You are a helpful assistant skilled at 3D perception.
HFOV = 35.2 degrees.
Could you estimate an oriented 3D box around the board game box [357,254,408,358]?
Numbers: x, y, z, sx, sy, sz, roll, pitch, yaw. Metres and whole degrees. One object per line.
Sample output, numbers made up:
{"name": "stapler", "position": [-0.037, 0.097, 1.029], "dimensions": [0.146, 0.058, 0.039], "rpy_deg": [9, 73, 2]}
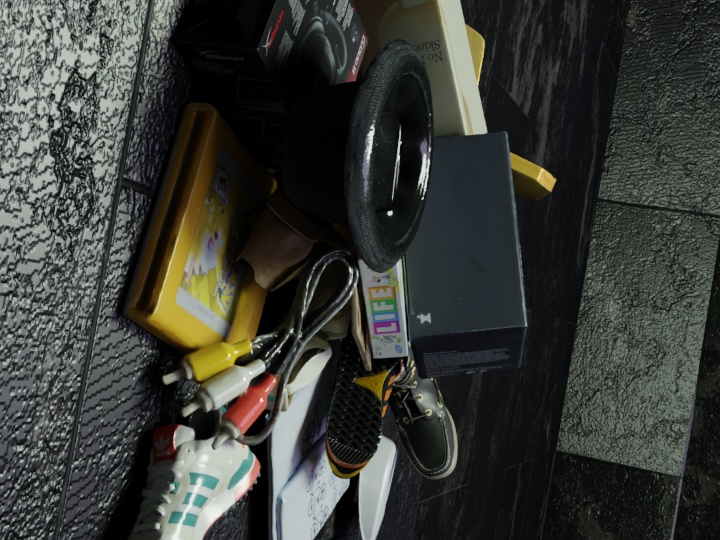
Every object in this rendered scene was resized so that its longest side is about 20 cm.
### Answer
{"name": "board game box", "position": [0.019, -0.039, 1.069], "dimensions": [0.135, 0.034, 0.202], "rpy_deg": [81, 6, -46]}

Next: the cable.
{"name": "cable", "position": [-0.063, 0.066, 0.927], "dimensions": [0.199, 0.050, 0.098], "rpy_deg": [-39, 100, -18]}

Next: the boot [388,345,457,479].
{"name": "boot", "position": [0.055, 0.145, 1.377], "dimensions": [0.151, 0.072, 0.202], "rpy_deg": [47, 29, -62]}

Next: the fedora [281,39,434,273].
{"name": "fedora", "position": [-0.006, -0.094, 0.907], "dimensions": [0.200, 0.090, 0.203], "rpy_deg": [8, 90, -73]}

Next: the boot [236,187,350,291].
{"name": "boot", "position": [-0.060, -0.022, 1.010], "dimensions": [0.076, 0.073, 0.200], "rpy_deg": [-51, 168, 5]}

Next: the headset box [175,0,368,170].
{"name": "headset box", "position": [-0.063, -0.187, 0.953], "dimensions": [0.200, 0.076, 0.150], "rpy_deg": [63, 41, -61]}

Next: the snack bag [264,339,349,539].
{"name": "snack bag", "position": [-0.051, 0.193, 1.190], "dimensions": [0.189, 0.021, 0.202], "rpy_deg": [-44, 139, -59]}

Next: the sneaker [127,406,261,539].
{"name": "sneaker", "position": [-0.154, 0.178, 0.902], "dimensions": [0.200, 0.070, 0.094], "rpy_deg": [-50, 125, -51]}

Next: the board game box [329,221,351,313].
{"name": "board game box", "position": [0.001, -0.073, 1.231], "dimensions": [0.151, 0.046, 0.203], "rpy_deg": [-37, 133, -63]}

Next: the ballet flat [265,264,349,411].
{"name": "ballet flat", "position": [-0.047, 0.062, 1.099], "dimensions": [0.201, 0.069, 0.070], "rpy_deg": [-55, 148, -41]}

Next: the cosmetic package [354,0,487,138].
{"name": "cosmetic package", "position": [0.053, -0.222, 1.149], "dimensions": [0.071, 0.104, 0.203], "rpy_deg": [-32, 110, -62]}

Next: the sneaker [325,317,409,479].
{"name": "sneaker", "position": [0.001, 0.124, 1.204], "dimensions": [0.090, 0.069, 0.202], "rpy_deg": [109, -3, -58]}

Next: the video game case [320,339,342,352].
{"name": "video game case", "position": [-0.057, 0.171, 1.222], "dimensions": [0.143, 0.018, 0.203], "rpy_deg": [-32, 129, -64]}

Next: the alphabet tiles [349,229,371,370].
{"name": "alphabet tiles", "position": [0.000, 0.000, 1.083], "dimensions": [0.200, 0.007, 0.169], "rpy_deg": [76, 12, -74]}

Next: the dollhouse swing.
{"name": "dollhouse swing", "position": [0.144, -0.190, 1.307], "dimensions": [0.200, 0.173, 0.184], "rpy_deg": [79, 21, -88]}

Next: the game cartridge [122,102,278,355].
{"name": "game cartridge", "position": [-0.118, -0.016, 0.944], "dimensions": [0.200, 0.032, 0.178], "rpy_deg": [48, 53, -65]}

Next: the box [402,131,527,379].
{"name": "box", "position": [0.102, -0.009, 1.157], "dimensions": [0.200, 0.116, 0.199], "rpy_deg": [68, 18, -73]}

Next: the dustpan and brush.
{"name": "dustpan and brush", "position": [0.016, 0.226, 1.418], "dimensions": [0.140, 0.057, 0.203], "rpy_deg": [-48, 150, -76]}
